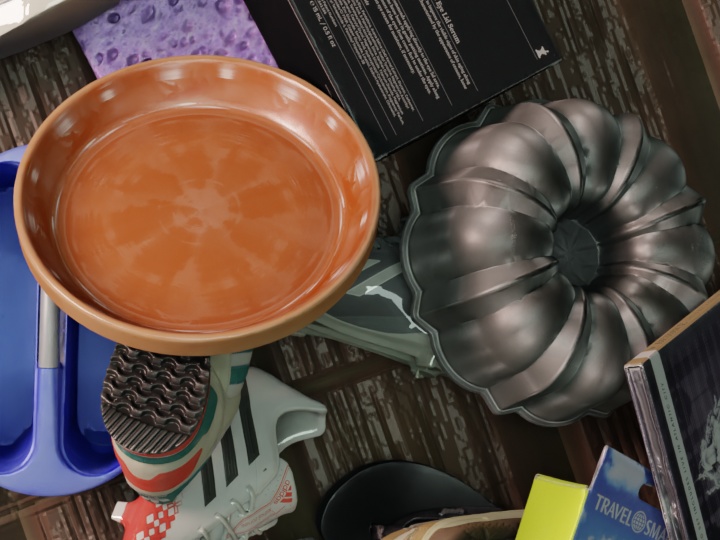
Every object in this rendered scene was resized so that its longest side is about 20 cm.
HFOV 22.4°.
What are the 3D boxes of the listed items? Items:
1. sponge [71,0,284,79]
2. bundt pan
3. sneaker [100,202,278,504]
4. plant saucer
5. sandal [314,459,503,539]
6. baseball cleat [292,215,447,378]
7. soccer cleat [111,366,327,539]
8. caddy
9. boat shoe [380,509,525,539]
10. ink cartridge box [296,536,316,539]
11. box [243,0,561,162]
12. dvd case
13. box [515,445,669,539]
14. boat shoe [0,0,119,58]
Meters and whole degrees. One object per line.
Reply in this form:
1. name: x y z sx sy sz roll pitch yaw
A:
1. sponge: -0.111 -0.140 1.105 0.111 0.030 0.201 -27 92 -7
2. bundt pan: 0.127 -0.011 1.074 0.200 0.076 0.204 4 79 -24
3. sneaker: -0.093 0.038 1.019 0.070 0.094 0.201 12 53 6
4. plant saucer: -0.088 -0.036 0.997 0.198 0.032 0.202 2 53 -2
5. sandal: 0.070 0.172 1.114 0.199 0.043 0.077 21 87 -6
6. baseball cleat: 0.000 0.000 1.106 0.199 0.070 0.107 22 73 -10
7. soccer cleat: -0.083 0.135 1.043 0.084 0.069 0.201 17 46 11
8. caddy: -0.178 0.028 1.056 0.140 0.105 0.202 1 89 -7
9. boat shoe: 0.093 0.168 1.069 0.199 0.076 0.072 16 83 -40
10. ink cartridge box: -0.113 0.228 1.092 0.198 0.044 0.095 -11 89 -6
11. box: 0.007 -0.177 1.082 0.140 0.079 0.201 -28 92 -17
12. dvd case: 0.222 0.089 1.070 0.200 0.016 0.150 -30 108 -50
13. box: 0.124 0.207 1.016 0.122 0.047 0.202 29 76 -41
14. boat shoe: -0.223 -0.160 1.057 0.199 0.070 0.072 -21 89 11
